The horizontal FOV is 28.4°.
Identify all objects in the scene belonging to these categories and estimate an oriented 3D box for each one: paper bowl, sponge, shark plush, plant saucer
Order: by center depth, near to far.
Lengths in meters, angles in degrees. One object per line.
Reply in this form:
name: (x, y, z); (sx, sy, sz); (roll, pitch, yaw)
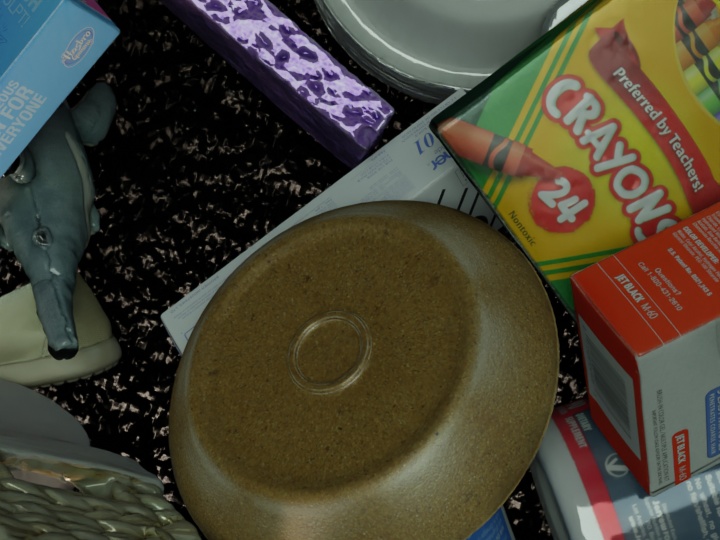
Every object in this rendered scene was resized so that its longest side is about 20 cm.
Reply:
plant saucer: (-0.008, 0.045, 0.659); (0.199, 0.035, 0.202); (-12, 56, 18)
shark plush: (-0.183, -0.043, 0.745); (0.090, 0.083, 0.201); (-7, 62, 5)
sponge: (-0.066, -0.132, 0.761); (0.200, 0.112, 0.030); (41, 87, 1)
paper bowl: (0.065, -0.194, 0.768); (0.199, 0.104, 0.203); (0, 88, 1)

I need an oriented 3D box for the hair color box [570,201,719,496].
hair color box: (0.204, 0.014, 0.672); (0.199, 0.111, 0.064); (-27, 46, -8)

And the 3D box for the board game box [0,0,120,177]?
board game box: (-0.225, -0.128, 0.733); (0.153, 0.040, 0.200); (-48, 56, 11)

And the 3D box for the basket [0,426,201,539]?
basket: (-0.158, 0.185, 0.630); (0.135, 0.123, 0.201); (20, 94, -39)

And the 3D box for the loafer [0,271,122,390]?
loafer: (-0.234, 0.040, 0.780); (0.198, 0.076, 0.069); (-9, 87, -10)

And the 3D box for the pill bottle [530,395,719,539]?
pill bottle: (0.197, 0.102, 0.752); (0.199, 0.120, 0.120); (-19, 89, -1)

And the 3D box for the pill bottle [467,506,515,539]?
pill bottle: (0.026, 0.148, 0.741); (0.111, 0.112, 0.201); (-20, 106, 0)

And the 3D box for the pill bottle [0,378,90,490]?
pill bottle: (-0.217, 0.160, 0.736); (0.112, 0.112, 0.201); (28, 102, 1)

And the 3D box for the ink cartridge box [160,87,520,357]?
ink cartridge box: (0.000, 0.000, 0.765); (0.199, 0.094, 0.044); (-37, 51, 0)

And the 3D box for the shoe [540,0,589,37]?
shoe: (0.165, -0.068, 0.758); (0.071, 0.091, 0.200); (-44, 99, 7)

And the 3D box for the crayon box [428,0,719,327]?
crayon box: (0.149, -0.080, 0.682); (0.200, 0.051, 0.127); (-38, 100, 5)
